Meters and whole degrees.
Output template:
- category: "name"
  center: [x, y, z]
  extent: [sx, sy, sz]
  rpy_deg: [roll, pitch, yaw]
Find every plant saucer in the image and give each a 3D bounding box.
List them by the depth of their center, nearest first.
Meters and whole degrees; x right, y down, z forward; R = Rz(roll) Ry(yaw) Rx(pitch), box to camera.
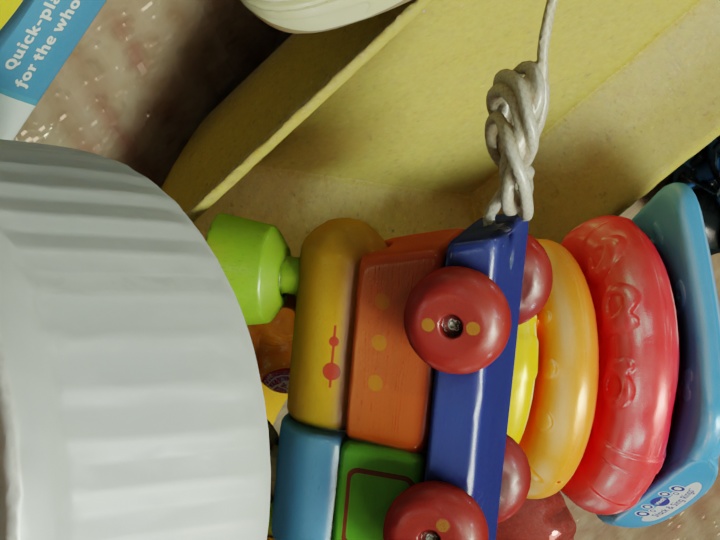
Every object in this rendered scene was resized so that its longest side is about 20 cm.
- category: "plant saucer"
  center: [0.042, -0.064, 0.907]
  extent: [0.200, 0.049, 0.200]
  rpy_deg: [6, 143, -47]

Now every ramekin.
- category: "ramekin"
  center: [-0.114, 0.055, 0.729]
  extent: [0.097, 0.200, 0.201]
  rpy_deg: [-2, 125, -42]

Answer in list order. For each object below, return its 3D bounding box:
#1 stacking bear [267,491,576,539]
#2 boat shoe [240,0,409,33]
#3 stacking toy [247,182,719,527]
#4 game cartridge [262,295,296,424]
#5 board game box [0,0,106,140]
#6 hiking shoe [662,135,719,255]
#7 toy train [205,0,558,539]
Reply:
- category: "stacking bear"
  center: [-0.026, 0.148, 0.997]
  extent: [0.200, 0.114, 0.122]
  rpy_deg: [-25, 132, -43]
- category: "boat shoe"
  center: [0.039, -0.131, 0.749]
  extent: [0.199, 0.072, 0.065]
  rpy_deg: [-21, 153, 19]
- category: "stacking toy"
  center: [0.026, 0.031, 0.933]
  extent: [0.199, 0.110, 0.116]
  rpy_deg: [3, 157, -18]
- category: "game cartridge"
  center: [-0.121, 0.079, 0.943]
  extent: [0.176, 0.032, 0.200]
  rpy_deg: [15, 110, -49]
- category: "board game box"
  center: [-0.150, -0.109, 0.721]
  extent: [0.200, 0.047, 0.151]
  rpy_deg: [20, 109, -51]
- category: "hiking shoe"
  center: [0.167, -0.036, 1.010]
  extent: [0.087, 0.074, 0.200]
  rpy_deg: [-38, 176, -4]
- category: "toy train"
  center: [0.000, 0.000, 0.849]
  extent: [0.085, 0.115, 0.201]
  rpy_deg: [-38, 135, -71]
